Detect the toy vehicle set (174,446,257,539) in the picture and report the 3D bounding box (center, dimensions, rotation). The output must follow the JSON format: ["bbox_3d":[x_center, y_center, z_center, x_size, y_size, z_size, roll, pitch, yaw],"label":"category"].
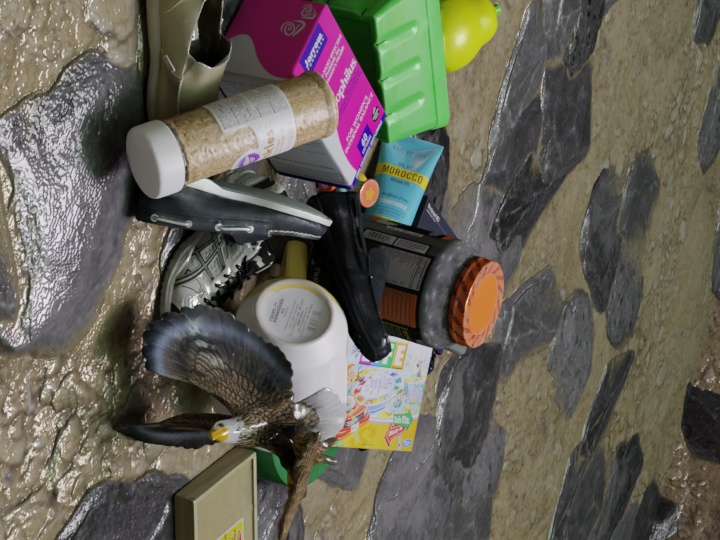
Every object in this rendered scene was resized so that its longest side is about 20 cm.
[{"bbox_3d":[-0.158,0.313,1.701,0.124,0.026,0.202,-33,129,-55],"label":"toy vehicle set"}]

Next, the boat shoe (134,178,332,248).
[{"bbox_3d":[-0.125,-0.054,1.493,0.198,0.076,0.061,15,97,-20],"label":"boat shoe"}]

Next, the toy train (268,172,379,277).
[{"bbox_3d":[-0.034,-0.049,1.762,0.150,0.055,0.202,21,83,-64],"label":"toy train"}]

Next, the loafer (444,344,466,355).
[{"bbox_3d":[0.081,0.044,1.850,0.200,0.075,0.070,32,82,-61],"label":"loafer"}]

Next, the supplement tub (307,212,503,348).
[{"bbox_3d":[0.050,0.013,1.683,0.122,0.198,0.124,-38,136,-48],"label":"supplement tub"}]

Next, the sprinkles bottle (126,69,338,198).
[{"bbox_3d":[-0.118,-0.129,1.429,0.199,0.068,0.069,-23,125,-28],"label":"sprinkles bottle"}]

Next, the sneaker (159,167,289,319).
[{"bbox_3d":[-0.135,-0.009,1.547,0.076,0.087,0.202,43,64,-62],"label":"sneaker"}]

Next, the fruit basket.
[{"bbox_3d":[0.054,-0.265,1.730,0.215,0.154,0.218,-32,131,-46],"label":"fruit basket"}]

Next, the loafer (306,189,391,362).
[{"bbox_3d":[0.000,0.000,1.599,0.068,0.070,0.202,93,-21,-60],"label":"loafer"}]

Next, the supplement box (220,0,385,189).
[{"bbox_3d":[-0.062,-0.186,1.600,0.102,0.102,0.200,-66,149,-20],"label":"supplement box"}]

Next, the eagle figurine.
[{"bbox_3d":[-0.122,0.138,1.473,0.152,0.199,0.151,-54,157,-14],"label":"eagle figurine"}]

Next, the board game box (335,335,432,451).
[{"bbox_3d":[0.003,0.138,1.787,0.199,0.034,0.136,11,90,-51],"label":"board game box"}]

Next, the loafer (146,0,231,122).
[{"bbox_3d":[-0.159,-0.189,1.443,0.076,0.068,0.202,-43,137,-49],"label":"loafer"}]

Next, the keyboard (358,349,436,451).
[{"bbox_3d":[0.045,0.153,1.889,0.200,0.039,0.105,-37,139,-43],"label":"keyboard"}]

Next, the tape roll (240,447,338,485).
[{"bbox_3d":[-0.071,0.149,1.782,0.200,0.048,0.203,-37,133,-53],"label":"tape roll"}]

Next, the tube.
[{"bbox_3d":[0.037,-0.074,1.860,0.050,0.077,0.202,118,-9,-70],"label":"tube"}]

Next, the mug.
[{"bbox_3d":[-0.086,0.072,1.588,0.148,0.187,0.154,-21,151,-23],"label":"mug"}]

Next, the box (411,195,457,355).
[{"bbox_3d":[0.065,0.003,1.957,0.200,0.078,0.143,48,56,-58],"label":"box"}]
